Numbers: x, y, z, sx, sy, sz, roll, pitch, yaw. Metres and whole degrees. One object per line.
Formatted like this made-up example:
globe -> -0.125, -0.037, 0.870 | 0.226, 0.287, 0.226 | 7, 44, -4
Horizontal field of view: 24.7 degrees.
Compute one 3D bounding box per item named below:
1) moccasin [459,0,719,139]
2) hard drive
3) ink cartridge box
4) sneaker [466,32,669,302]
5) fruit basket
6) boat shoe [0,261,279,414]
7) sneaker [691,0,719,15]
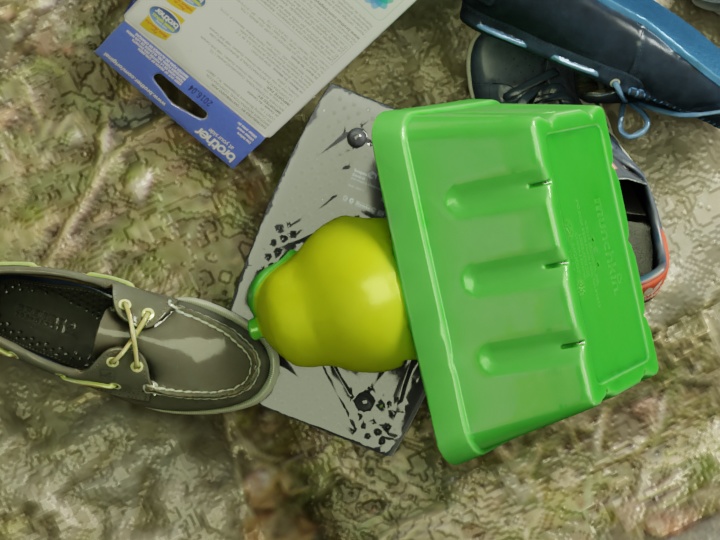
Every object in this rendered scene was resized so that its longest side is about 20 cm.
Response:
moccasin -> 0.148, -0.133, 0.986 | 0.200, 0.080, 0.068 | 29, 116, -16
hard drive -> 0.000, 0.000, 1.019 | 0.135, 0.042, 0.200 | 22, 88, 0
ink cartridge box -> -0.053, -0.163, 0.980 | 0.119, 0.042, 0.200 | 39, 118, -19
sneaker -> 0.132, -0.070, 1.004 | 0.075, 0.085, 0.200 | -31, 88, -2
fruit basket -> 0.046, 0.006, 0.949 | 0.216, 0.155, 0.216 | 7, 103, 32
boat shoe -> -0.149, 0.040, 0.983 | 0.202, 0.060, 0.072 | 14, 86, 14
sneaker -> 0.241, -0.206, 1.022 | 0.087, 0.075, 0.200 | -13, 87, 4
